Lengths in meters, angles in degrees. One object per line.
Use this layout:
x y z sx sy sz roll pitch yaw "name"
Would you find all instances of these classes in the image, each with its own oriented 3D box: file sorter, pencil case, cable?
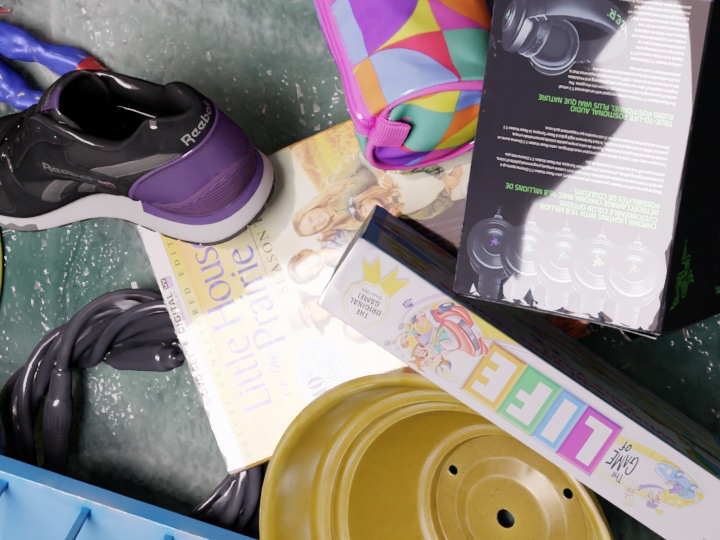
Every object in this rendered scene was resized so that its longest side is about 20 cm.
-0.166 0.198 0.850 0.199 0.123 0.139 18 122 3 "file sorter"
0.007 -0.148 0.791 0.088 0.088 0.201 -31 67 25 "pencil case"
-0.120 0.092 0.921 0.200 0.051 0.164 -40 72 26 "cable"

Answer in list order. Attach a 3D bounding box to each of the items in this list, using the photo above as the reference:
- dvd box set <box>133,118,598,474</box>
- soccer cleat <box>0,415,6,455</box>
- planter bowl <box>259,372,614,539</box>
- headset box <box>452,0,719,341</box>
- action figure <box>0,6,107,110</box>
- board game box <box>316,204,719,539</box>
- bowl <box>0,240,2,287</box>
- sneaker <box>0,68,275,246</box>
0.000 0.000 0.831 0.199 0.029 0.147 -22 84 12 "dvd box set"
-0.297 0.092 0.939 0.199 0.065 0.084 3 74 8 "soccer cleat"
0.054 0.134 0.802 0.200 0.083 0.201 11 110 31 "planter bowl"
0.124 -0.072 0.709 0.092 0.174 0.201 12 99 26 "headset box"
-0.215 -0.127 0.946 0.200 0.052 0.066 31 112 23 "action figure"
0.077 0.046 0.729 0.200 0.134 0.034 34 98 -1 "board game box"
-0.323 -0.005 0.975 0.199 0.108 0.201 3 96 27 "bowl"
-0.142 -0.071 0.831 0.199 0.088 0.076 4 57 31 "sneaker"
